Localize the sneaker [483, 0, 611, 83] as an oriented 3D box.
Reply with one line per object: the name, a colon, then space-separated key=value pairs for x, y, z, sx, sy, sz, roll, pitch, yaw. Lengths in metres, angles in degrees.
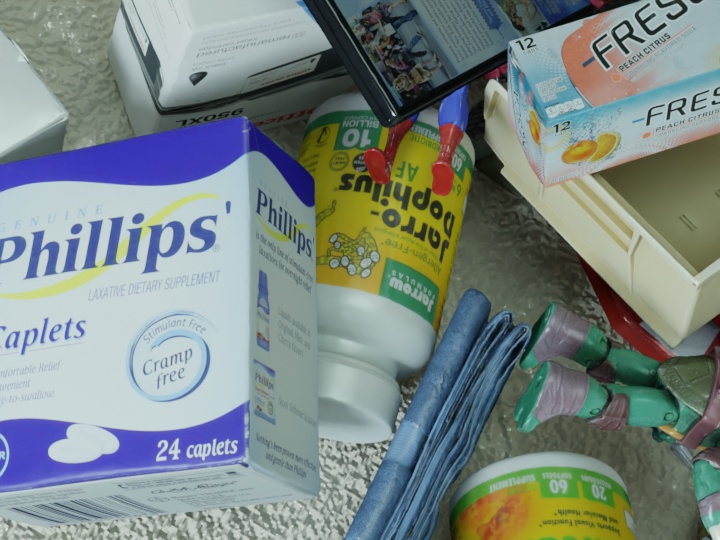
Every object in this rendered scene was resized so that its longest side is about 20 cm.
sneaker: x=0.141 y=-0.203 z=1.056 sx=0.200 sy=0.081 sz=0.075 roll=-35 pitch=93 yaw=18

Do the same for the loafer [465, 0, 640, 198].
loafer: x=0.148 y=-0.124 z=1.142 sx=0.200 sy=0.075 sz=0.070 roll=-41 pitch=111 yaw=-19

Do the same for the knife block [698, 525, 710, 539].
knife block: x=0.257 y=0.156 z=1.050 sx=0.200 sy=0.064 sz=0.176 roll=-12 pitch=75 yaw=-28

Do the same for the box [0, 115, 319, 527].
box: x=-0.125 y=0.034 z=0.941 sx=0.184 sy=0.105 sz=0.200 roll=-9 pitch=69 yaw=20

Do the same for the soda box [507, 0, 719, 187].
soda box: x=0.185 y=-0.117 z=0.945 sx=0.200 sy=0.068 sz=0.064 roll=-18 pitch=59 yaw=-7

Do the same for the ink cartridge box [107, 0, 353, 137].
ink cartridge box: x=-0.067 y=-0.155 z=1.019 sx=0.144 sy=0.200 sz=0.084 roll=-16 pitch=78 yaw=-19

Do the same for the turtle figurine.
turtle figurine: x=0.192 y=0.092 z=0.972 sx=0.200 sy=0.150 sz=0.101 roll=24 pitch=105 yaw=-5

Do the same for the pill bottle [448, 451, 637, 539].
pill bottle: x=0.114 y=0.216 z=0.949 sx=0.111 sy=0.111 sz=0.200 roll=5 pitch=50 yaw=-13

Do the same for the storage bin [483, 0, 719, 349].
storage bin: x=0.210 y=-0.090 z=1.023 sx=0.200 sy=0.094 sz=0.199 roll=-34 pitch=64 yaw=-16

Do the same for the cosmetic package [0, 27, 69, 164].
cosmetic package: x=-0.288 y=-0.068 z=0.993 sx=0.200 sy=0.085 sz=0.108 roll=-34 pitch=82 yaw=-23

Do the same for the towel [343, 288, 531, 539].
towel: x=0.038 y=0.116 z=0.991 sx=0.048 sy=0.112 sz=0.200 roll=26 pitch=70 yaw=3

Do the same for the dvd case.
dvd case: x=0.041 y=-0.176 z=0.943 sx=0.200 sy=0.018 sz=0.143 roll=-32 pitch=91 yaw=-42

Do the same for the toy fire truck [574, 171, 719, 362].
toy fire truck: x=0.221 y=-0.035 z=1.097 sx=0.168 sy=0.112 sz=0.200 roll=40 pitch=67 yaw=3

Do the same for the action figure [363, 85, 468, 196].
action figure: x=0.054 y=-0.143 z=1.008 sx=0.065 sy=0.052 sz=0.200 roll=9 pitch=59 yaw=13

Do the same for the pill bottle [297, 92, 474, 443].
pill bottle: x=0.000 y=0.000 z=1.027 sx=0.113 sy=0.113 sz=0.200 roll=17 pitch=67 yaw=-8
